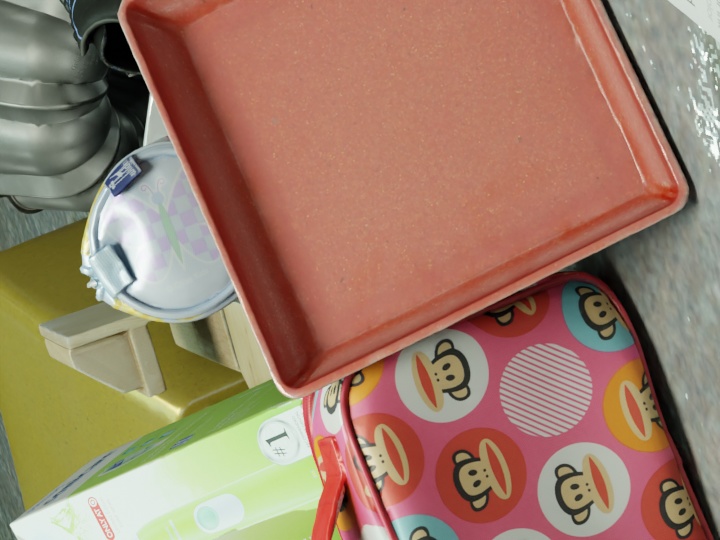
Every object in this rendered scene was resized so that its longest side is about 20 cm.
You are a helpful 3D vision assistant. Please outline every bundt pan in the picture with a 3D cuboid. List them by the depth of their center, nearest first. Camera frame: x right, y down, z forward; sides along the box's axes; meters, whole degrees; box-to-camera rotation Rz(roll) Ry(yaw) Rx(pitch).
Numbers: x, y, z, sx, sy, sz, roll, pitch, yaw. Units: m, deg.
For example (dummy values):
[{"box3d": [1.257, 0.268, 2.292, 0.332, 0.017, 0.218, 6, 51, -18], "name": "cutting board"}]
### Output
[{"box3d": [-0.154, -0.125, 1.585, 0.076, 0.202, 0.202, 14, 130, 27], "name": "bundt pan"}]

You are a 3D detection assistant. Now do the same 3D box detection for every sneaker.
[{"box3d": [-0.129, -0.144, 1.357, 0.200, 0.070, 0.078, 18, 86, 58], "name": "sneaker"}]

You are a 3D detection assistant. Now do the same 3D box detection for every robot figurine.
[{"box3d": [0.007, -0.082, 1.245, 0.200, 0.150, 0.125, 65, -168, 12], "name": "robot figurine"}]

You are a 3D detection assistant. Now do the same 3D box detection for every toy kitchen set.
[{"box3d": [-0.065, 0.092, 1.425, 0.200, 0.163, 0.181, -164, 58, -70], "name": "toy kitchen set"}]

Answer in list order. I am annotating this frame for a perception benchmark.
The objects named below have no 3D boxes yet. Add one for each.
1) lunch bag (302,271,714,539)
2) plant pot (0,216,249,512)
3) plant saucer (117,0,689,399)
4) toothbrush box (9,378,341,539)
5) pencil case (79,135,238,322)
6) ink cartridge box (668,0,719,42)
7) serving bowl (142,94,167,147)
[{"box3d": [0.061, 0.114, 1.195, 0.082, 0.176, 0.201, -16, 94, 69], "name": "lunch bag"}, {"box3d": [-0.096, 0.078, 1.607, 0.200, 0.195, 0.195, 32, 138, 54], "name": "plant pot"}, {"box3d": [0.019, -0.073, 1.156, 0.200, 0.199, 0.037, 66, -168, 11], "name": "plant saucer"}, {"box3d": [-0.050, 0.140, 1.302, 0.200, 0.086, 0.146, -24, 98, 34], "name": "toothbrush box"}, {"box3d": [-0.086, -0.023, 1.299, 0.083, 0.091, 0.200, 44, -175, -3], "name": "pencil case"}, {"box3d": [0.167, -0.118, 0.800, 0.200, 0.085, 0.148, -130, 27, -49], "name": "ink cartridge box"}, {"box3d": [-0.081, -0.110, 1.477, 0.200, 0.066, 0.201, -171, 90, -87], "name": "serving bowl"}]
